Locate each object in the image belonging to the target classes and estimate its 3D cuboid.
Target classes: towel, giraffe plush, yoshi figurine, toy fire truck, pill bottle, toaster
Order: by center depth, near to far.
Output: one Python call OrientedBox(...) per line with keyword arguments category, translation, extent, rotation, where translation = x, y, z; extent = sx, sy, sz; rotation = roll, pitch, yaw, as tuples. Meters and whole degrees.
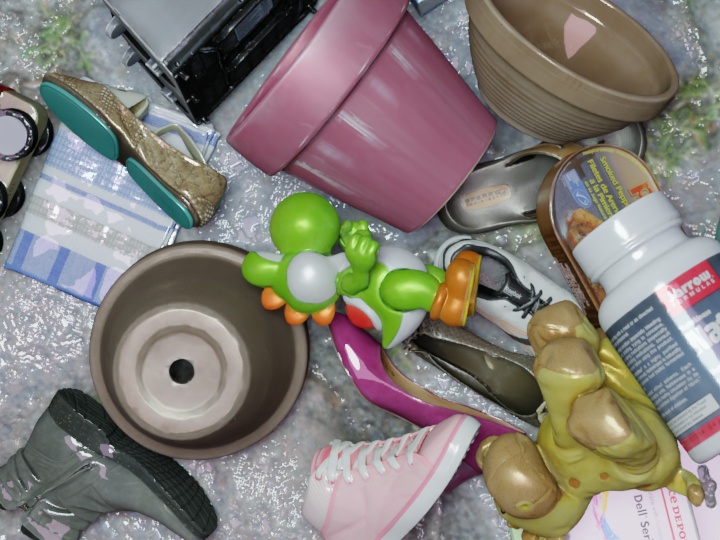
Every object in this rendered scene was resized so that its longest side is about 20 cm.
OrientedBox(category="pill bottle", translation=(0.263, 0.042, 1.195), extent=(0.119, 0.120, 0.200), rotation=(-34, 78, 3))
OrientedBox(category="giraffe plush", translation=(0.167, 0.150, 1.221), extent=(0.162, 0.173, 0.200), rotation=(-37, 119, 19))
OrientedBox(category="yoshi figurine", translation=(0.001, -0.015, 1.249), extent=(0.199, 0.113, 0.112), rotation=(8, 49, 9))
OrientedBox(category="toaster", translation=(-0.125, -0.244, 1.291), extent=(0.119, 0.181, 0.200), rotation=(43, 85, 7))
OrientedBox(category="toy fire truck", translation=(-0.402, -0.109, 1.358), extent=(0.200, 0.129, 0.176), rotation=(26, 97, -4))
OrientedBox(category="towel", translation=(-0.233, -0.068, 1.382), extent=(0.147, 0.024, 0.200), rotation=(23, 91, 7))

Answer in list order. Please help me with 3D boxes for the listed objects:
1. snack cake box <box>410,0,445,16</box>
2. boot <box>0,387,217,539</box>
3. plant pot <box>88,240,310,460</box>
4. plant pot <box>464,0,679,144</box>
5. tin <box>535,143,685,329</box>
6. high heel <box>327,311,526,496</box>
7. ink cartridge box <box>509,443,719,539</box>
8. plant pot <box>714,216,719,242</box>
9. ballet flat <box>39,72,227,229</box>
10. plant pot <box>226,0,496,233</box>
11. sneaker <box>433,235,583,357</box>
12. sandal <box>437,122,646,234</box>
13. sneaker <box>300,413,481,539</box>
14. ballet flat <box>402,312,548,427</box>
OrientedBox(category="snack cake box", translation=(0.106, -0.334, 1.336), extent=(0.200, 0.067, 0.115), rotation=(-33, 86, 3))
OrientedBox(category="boot", translation=(-0.237, 0.213, 1.362), extent=(0.200, 0.068, 0.131), rotation=(38, 102, 8))
OrientedBox(category="plant pot", translation=(-0.147, 0.075, 1.281), extent=(0.200, 0.175, 0.201), rotation=(0, 93, 1))
OrientedBox(category="plant pot", translation=(0.167, -0.175, 1.283), extent=(0.201, 0.201, 0.093), rotation=(34, 123, 6))
OrientedBox(category="tin", translation=(0.229, -0.014, 1.291), extent=(0.112, 0.042, 0.200), rotation=(-30, 96, -15))
OrientedBox(category="high heel", translation=(0.057, 0.100, 1.325), extent=(0.096, 0.067, 0.200), rotation=(-36, 100, 13))
OrientedBox(category="ink cartridge box", translation=(0.230, 0.211, 1.304), extent=(0.199, 0.067, 0.117), rotation=(-15, 86, 5))
OrientedBox(category="plant pot", translation=(0.396, -0.034, 1.240), extent=(0.201, 0.201, 0.161), rotation=(47, 113, 5))
OrientedBox(category="ballet flat", translation=(-0.200, -0.120, 1.345), extent=(0.200, 0.071, 0.065), rotation=(43, 66, 3))
OrientedBox(category="plant pot", translation=(0.010, -0.135, 1.287), extent=(0.179, 0.200, 0.200), rotation=(38, 92, -10))
OrientedBox(category="sneaker", translation=(0.151, 0.037, 1.314), extent=(0.200, 0.080, 0.074), rotation=(29, 89, 4))
OrientedBox(category="sandal", translation=(0.163, -0.087, 1.326), extent=(0.199, 0.055, 0.082), rotation=(-16, 87, 0))
OrientedBox(category="sneaker", translation=(0.015, 0.175, 1.287), extent=(0.105, 0.075, 0.200), rotation=(38, 126, 2))
OrientedBox(category="ballet flat", translation=(0.112, 0.089, 1.321), extent=(0.200, 0.046, 0.067), rotation=(32, 121, 8))
